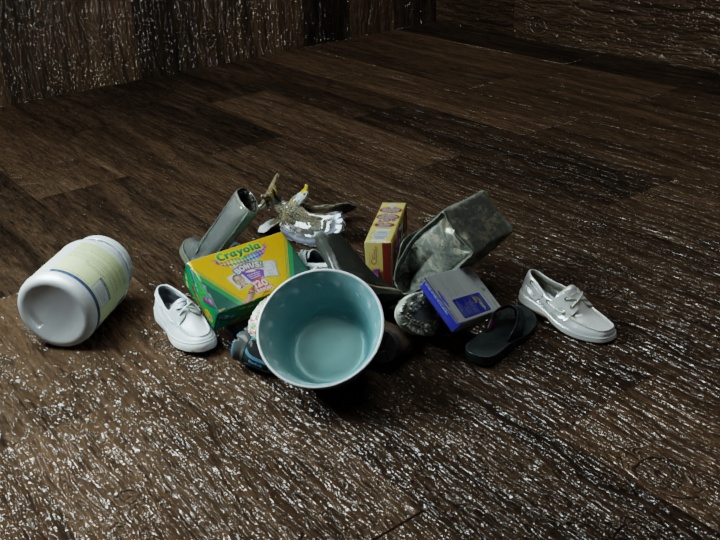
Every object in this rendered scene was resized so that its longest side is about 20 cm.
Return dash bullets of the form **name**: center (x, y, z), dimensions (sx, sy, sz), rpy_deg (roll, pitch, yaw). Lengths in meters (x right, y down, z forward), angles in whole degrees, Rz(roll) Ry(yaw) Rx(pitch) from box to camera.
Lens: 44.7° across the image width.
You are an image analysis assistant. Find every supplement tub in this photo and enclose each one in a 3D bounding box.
- **supplement tub**: center (-0.511, 0.031, 1.596), dimensions (0.145, 0.145, 0.200), rpy_deg (3, 27, 11)

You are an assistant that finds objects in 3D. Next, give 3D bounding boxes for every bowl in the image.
- **bowl**: center (-0.057, 0.109, 1.389), dimensions (0.201, 0.105, 0.201), rpy_deg (-3, 63, 6)

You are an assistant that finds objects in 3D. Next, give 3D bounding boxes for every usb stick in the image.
- **usb stick**: center (-0.155, 0.076, 1.597), dimensions (0.200, 0.033, 0.055), rpy_deg (-20, 30, -32)

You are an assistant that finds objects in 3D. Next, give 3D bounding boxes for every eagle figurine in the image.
- **eagle figurine**: center (-0.125, -0.127, 1.941), dimensions (0.200, 0.151, 0.152), rpy_deg (27, 72, -4)

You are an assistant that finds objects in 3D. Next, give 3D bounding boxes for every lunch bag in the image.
- **lunch bag**: center (0.161, -0.043, 1.649), dimensions (0.164, 0.200, 0.118), rpy_deg (-27, 78, -48)

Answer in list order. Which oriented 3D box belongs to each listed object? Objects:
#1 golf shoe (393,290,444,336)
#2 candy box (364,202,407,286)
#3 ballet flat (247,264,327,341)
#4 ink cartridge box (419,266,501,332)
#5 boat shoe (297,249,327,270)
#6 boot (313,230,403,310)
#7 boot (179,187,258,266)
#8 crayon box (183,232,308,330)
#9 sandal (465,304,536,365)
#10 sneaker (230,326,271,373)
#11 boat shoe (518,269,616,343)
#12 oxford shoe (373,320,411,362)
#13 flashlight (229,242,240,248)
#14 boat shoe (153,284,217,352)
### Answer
- **golf shoe**: center (0.093, 0.074, 1.521), dimensions (0.097, 0.078, 0.200), rpy_deg (-8, -1, 29)
- **candy box**: center (0.054, -0.045, 1.730), dimensions (0.056, 0.117, 0.200), rpy_deg (2, 27, 10)
- **ballet flat**: center (-0.118, 0.047, 1.478), dimensions (0.076, 0.064, 0.200), rpy_deg (32, 41, 15)
- **ink cartridge box**: center (0.165, 0.049, 1.495), dimensions (0.100, 0.039, 0.200), rpy_deg (55, 27, 15)
- **boat shoe**: center (-0.086, -0.005, 1.647), dimensions (0.201, 0.072, 0.070), rpy_deg (11, 11, 43)
- **boot**: center (0.000, 0.000, 1.546), dimensions (0.077, 0.138, 0.200), rpy_deg (-31, -19, 15)
- **boot**: center (-0.283, -0.083, 1.750), dimensions (0.073, 0.200, 0.182), rpy_deg (18, 22, -31)
- **crayon box**: center (-0.199, 0.016, 1.568), dimensions (0.200, 0.058, 0.119), rpy_deg (-21, 62, -32)
- **sandal**: center (0.247, 0.097, 1.496), dimensions (0.075, 0.048, 0.200), rpy_deg (15, 29, 28)
- **sneaker**: center (-0.135, 0.111, 1.504), dimensions (0.082, 0.073, 0.200), rpy_deg (28, 41, 18)
- **boat shoe**: center (0.361, 0.059, 1.532), dimensions (0.071, 0.069, 0.200), rpy_deg (-21, 39, -38)
- **oxford shoe**: center (-0.002, 0.108, 1.494), dimensions (0.200, 0.073, 0.084), rpy_deg (18, 17, 32)
- **flashlight**: center (-0.238, -0.004, 1.722), dimensions (0.068, 0.068, 0.200), rpy_deg (24, 6, -25)
- **boat shoe**: center (-0.315, 0.081, 1.562), dimensions (0.072, 0.069, 0.200), rpy_deg (-15, 29, -24)
